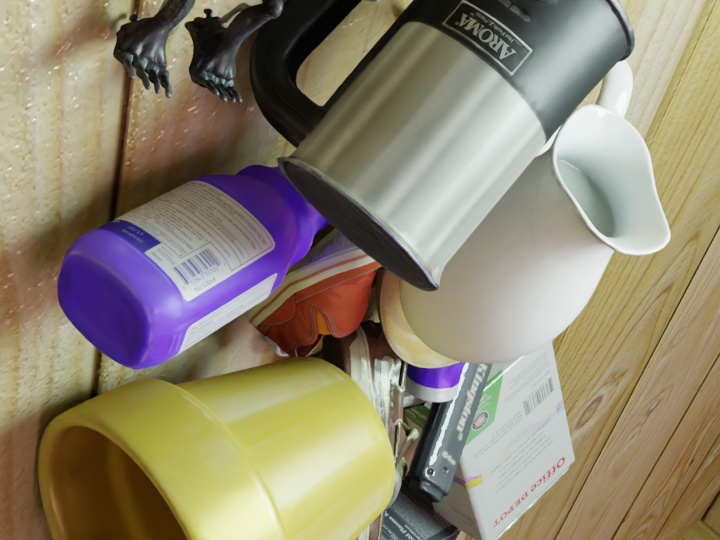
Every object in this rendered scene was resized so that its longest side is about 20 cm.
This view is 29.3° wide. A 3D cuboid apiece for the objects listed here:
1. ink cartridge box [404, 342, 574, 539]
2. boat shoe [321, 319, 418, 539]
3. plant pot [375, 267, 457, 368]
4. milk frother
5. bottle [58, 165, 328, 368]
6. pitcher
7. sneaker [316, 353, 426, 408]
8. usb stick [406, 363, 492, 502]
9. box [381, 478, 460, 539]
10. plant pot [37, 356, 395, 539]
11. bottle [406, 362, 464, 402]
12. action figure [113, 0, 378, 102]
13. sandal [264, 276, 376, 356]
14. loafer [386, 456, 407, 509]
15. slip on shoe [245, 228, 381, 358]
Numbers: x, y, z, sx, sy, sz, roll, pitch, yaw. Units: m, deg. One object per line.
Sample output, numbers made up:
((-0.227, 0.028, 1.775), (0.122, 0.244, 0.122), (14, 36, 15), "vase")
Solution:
((0.132, 0.159, 1.404), (0.145, 0.087, 0.200), (-39, 132, -23), "ink cartridge box")
((0.014, 0.140, 1.106), (0.075, 0.075, 0.203), (-5, 104, -23), "boat shoe")
((0.082, -0.020, 1.034), (0.200, 0.027, 0.200), (-27, 134, -32), "plant pot")
((0.047, -0.094, 0.842), (0.188, 0.180, 0.200), (-49, 151, -7), "milk frother")
((-0.086, -0.015, 0.827), (0.200, 0.083, 0.065), (-35, 156, -47), "bottle")
((0.113, -0.038, 0.910), (0.200, 0.121, 0.172), (-44, -153, 49), "pitcher")
((0.023, 0.080, 1.191), (0.200, 0.074, 0.079), (-28, 143, -39), "sneaker")
((0.088, 0.103, 1.201), (0.055, 0.033, 0.200), (51, 56, -55), "usb stick")
((-0.017, 0.335, 1.455), (0.182, 0.104, 0.200), (-15, 139, -54), "box")
((-0.086, 0.151, 0.935), (0.189, 0.201, 0.201), (-26, 147, -37), "plant pot")
((0.074, 0.010, 1.122), (0.083, 0.065, 0.200), (-16, 124, -48), "bottle")
((-0.038, -0.173, 0.678), (0.119, 0.102, 0.200), (9, 121, -49), "action figure")
((0.004, -0.001, 1.036), (0.203, 0.050, 0.082), (-51, 160, 29), "sandal")
((-0.008, 0.173, 1.238), (0.070, 0.075, 0.200), (-57, -170, -22), "loafer")
((-0.016, 0.011, 0.940), (0.074, 0.061, 0.200), (-43, -177, -33), "slip on shoe")
